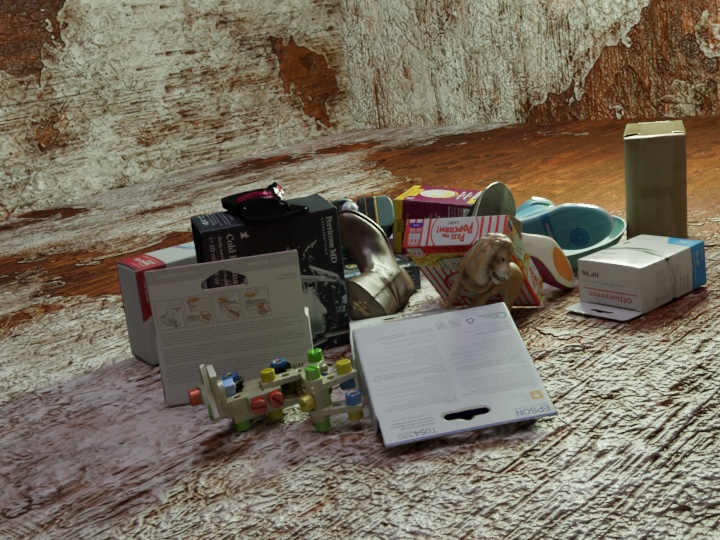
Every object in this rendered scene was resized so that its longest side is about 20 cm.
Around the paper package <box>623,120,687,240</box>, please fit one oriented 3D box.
[{"bbox_3d":[0.508,-0.146,1.695,0.101,0.204,0.191,-2,14,17],"label":"paper package"}]

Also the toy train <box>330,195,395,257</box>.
[{"bbox_3d":[0.000,-0.065,1.757,0.111,0.087,0.201,-3,-25,-6],"label":"toy train"}]

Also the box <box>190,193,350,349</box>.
[{"bbox_3d":[-0.127,0.012,1.406,0.193,0.204,0.124,-12,16,-15],"label":"box"}]

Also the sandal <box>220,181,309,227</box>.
[{"bbox_3d":[-0.137,-0.097,1.334,0.074,0.046,0.199,-17,21,-29],"label":"sandal"}]

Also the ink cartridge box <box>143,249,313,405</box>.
[{"bbox_3d":[-0.162,0.069,1.248,0.195,0.180,0.045,-8,13,-2],"label":"ink cartridge box"}]

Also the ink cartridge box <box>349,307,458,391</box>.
[{"bbox_3d":[0.065,0.100,1.292,0.156,0.048,0.200,-8,11,-1],"label":"ink cartridge box"}]

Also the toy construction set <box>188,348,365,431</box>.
[{"bbox_3d":[-0.102,0.144,1.124,0.196,0.094,0.131,0,11,-18],"label":"toy construction set"}]

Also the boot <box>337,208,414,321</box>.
[{"bbox_3d":[0.000,0.000,1.481,0.064,0.187,0.200,-43,-1,24],"label":"boot"}]

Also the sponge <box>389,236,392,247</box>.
[{"bbox_3d":[0.112,-0.076,1.986,0.110,0.030,0.198,7,19,43],"label":"sponge"}]

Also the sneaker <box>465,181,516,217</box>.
[{"bbox_3d":[0.175,-0.061,1.586,0.106,0.075,0.201,-28,20,47],"label":"sneaker"}]

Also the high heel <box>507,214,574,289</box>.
[{"bbox_3d":[0.239,-0.015,1.486,0.095,0.069,0.198,-23,-37,39],"label":"high heel"}]

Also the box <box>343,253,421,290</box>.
[{"bbox_3d":[-0.018,0.014,1.656,0.196,0.050,0.161,-10,16,-18],"label":"box"}]

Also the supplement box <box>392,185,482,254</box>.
[{"bbox_3d":[0.169,-0.087,1.798,0.196,0.105,0.131,6,17,18],"label":"supplement box"}]

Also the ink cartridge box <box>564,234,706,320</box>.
[{"bbox_3d":[0.395,0.007,1.418,0.198,0.069,0.115,-19,17,-37],"label":"ink cartridge box"}]

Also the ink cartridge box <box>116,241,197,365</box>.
[{"bbox_3d":[-0.253,0.038,1.484,0.197,0.149,0.082,-17,18,-33],"label":"ink cartridge box"}]

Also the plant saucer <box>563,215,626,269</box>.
[{"bbox_3d":[0.354,-0.043,1.663,0.196,0.037,0.200,-15,17,5],"label":"plant saucer"}]

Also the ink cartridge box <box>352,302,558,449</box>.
[{"bbox_3d":[0.100,0.125,1.118,0.192,0.044,0.201,-9,38,-6],"label":"ink cartridge box"}]

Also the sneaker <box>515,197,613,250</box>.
[{"bbox_3d":[0.328,-0.086,1.629,0.196,0.081,0.131,-7,21,27],"label":"sneaker"}]

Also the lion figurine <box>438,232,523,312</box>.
[{"bbox_3d":[0.175,0.012,1.297,0.072,0.124,0.199,36,10,19],"label":"lion figurine"}]

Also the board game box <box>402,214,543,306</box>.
[{"bbox_3d":[0.166,-0.010,1.411,0.149,0.047,0.200,-1,-27,26],"label":"board game box"}]
